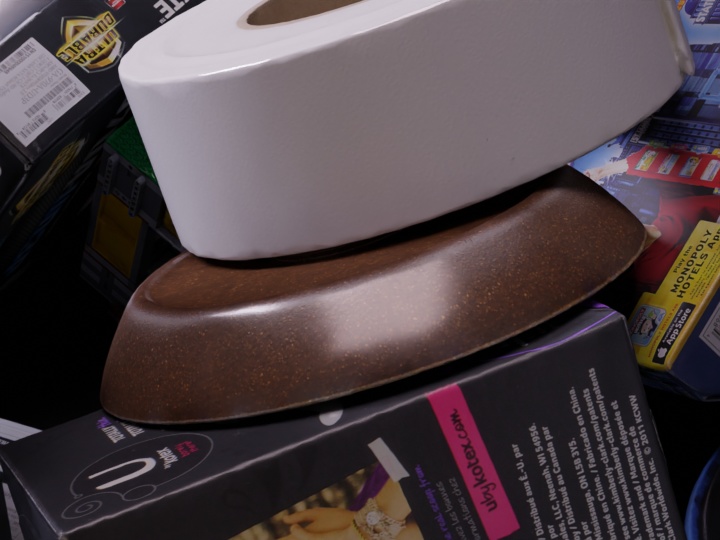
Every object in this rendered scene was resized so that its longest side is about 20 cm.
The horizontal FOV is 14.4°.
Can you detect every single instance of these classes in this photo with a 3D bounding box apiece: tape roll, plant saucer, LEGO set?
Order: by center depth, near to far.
[{"bbox_3d":[0.000,0.000,0.992,0.199,0.035,0.200,-16,12,3],"label":"plant saucer"},{"bbox_3d":[0.016,-0.076,1.032,0.201,0.071,0.203,-19,14,5],"label":"tape roll"},{"bbox_3d":[-0.022,-0.024,1.181,0.153,0.116,0.200,32,56,9],"label":"LEGO set"}]

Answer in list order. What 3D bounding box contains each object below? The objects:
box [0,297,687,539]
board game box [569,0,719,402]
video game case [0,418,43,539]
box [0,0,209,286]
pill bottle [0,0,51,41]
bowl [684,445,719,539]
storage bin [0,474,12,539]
[{"bbox_3d":[-0.006,0.085,0.958,0.199,0.107,0.122,-20,14,-12],"label":"box"},{"bbox_3d":[0.119,-0.046,1.084,0.199,0.062,0.201,14,68,56],"label":"board game box"},{"bbox_3d":[-0.216,0.108,1.090,0.199,0.022,0.182,13,40,31],"label":"video game case"},{"bbox_3d":[-0.137,-0.048,1.159,0.046,0.200,0.159,43,49,1],"label":"box"},{"bbox_3d":[-0.231,-0.127,1.286,0.199,0.113,0.113,33,49,17],"label":"pill bottle"},{"bbox_3d":[0.204,0.095,0.967,0.199,0.040,0.201,-8,33,5],"label":"bowl"},{"bbox_3d":[-0.210,0.044,1.041,0.199,0.135,0.145,22,45,38],"label":"storage bin"}]
